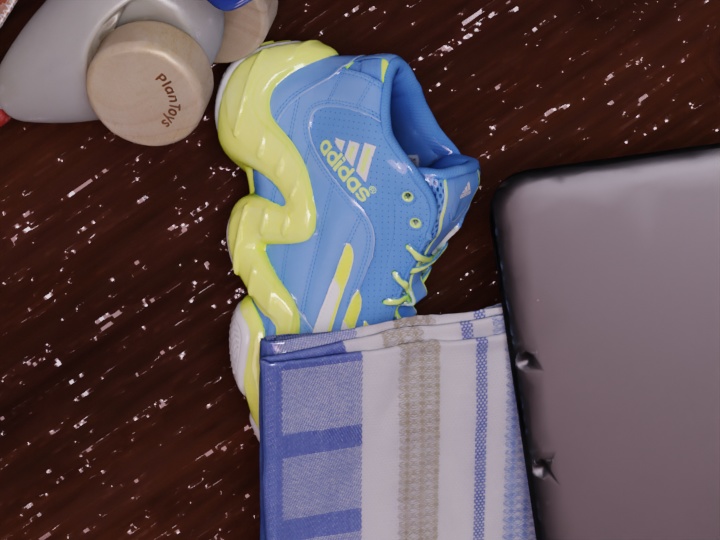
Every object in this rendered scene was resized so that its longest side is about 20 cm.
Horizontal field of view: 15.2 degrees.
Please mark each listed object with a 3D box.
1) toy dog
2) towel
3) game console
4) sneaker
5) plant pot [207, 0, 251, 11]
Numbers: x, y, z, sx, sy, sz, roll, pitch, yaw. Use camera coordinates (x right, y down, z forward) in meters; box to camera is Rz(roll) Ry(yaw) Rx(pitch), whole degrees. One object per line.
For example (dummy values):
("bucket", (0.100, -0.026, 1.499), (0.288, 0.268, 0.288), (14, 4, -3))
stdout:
("toy dog", (-0.136, -0.102, 1.103), (0.200, 0.132, 0.096), (-17, 117, 5))
("towel", (0.050, 0.080, 1.134), (0.200, 0.024, 0.147), (-9, 112, -20))
("game console", (0.161, 0.040, 1.134), (0.116, 0.176, 0.200), (-1, 102, 39))
("sneaker", (0.000, 0.000, 1.125), (0.105, 0.076, 0.200), (-6, 99, 33))
("plant pot", (-0.023, -0.250, 0.992), (0.200, 0.200, 0.180), (-29, 119, 31))
